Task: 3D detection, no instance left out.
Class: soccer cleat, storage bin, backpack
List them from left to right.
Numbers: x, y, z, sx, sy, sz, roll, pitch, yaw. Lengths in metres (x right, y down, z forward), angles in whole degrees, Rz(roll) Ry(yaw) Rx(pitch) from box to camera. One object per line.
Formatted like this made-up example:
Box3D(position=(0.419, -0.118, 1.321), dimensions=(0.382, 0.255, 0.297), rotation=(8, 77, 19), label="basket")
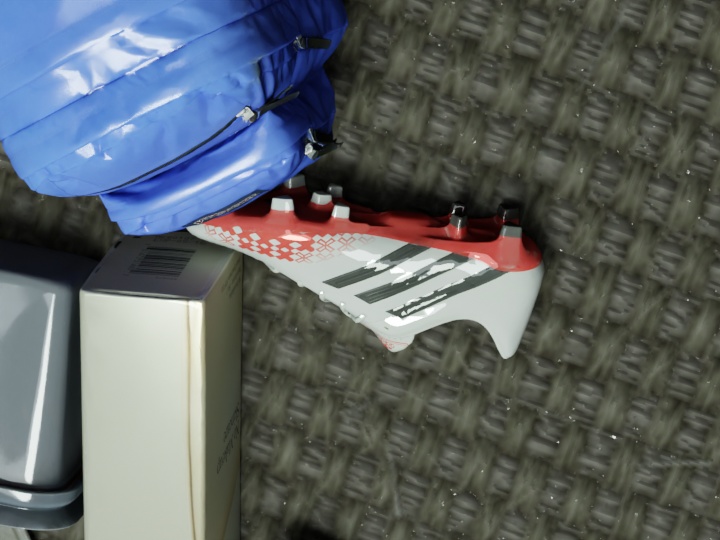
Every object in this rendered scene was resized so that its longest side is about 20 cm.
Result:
Box3D(position=(-0.239, 0.051, 1.120), dimensions=(0.198, 0.146, 0.136), rotation=(11, 102, 6), label="storage bin")
Box3D(position=(-0.094, -0.108, 0.980), dimensions=(0.162, 0.200, 0.169), rotation=(-29, 91, 17), label="backpack")
Box3D(position=(0.000, 0.000, 1.088), dimensions=(0.198, 0.069, 0.086), rotation=(7, 107, 3), label="soccer cleat")

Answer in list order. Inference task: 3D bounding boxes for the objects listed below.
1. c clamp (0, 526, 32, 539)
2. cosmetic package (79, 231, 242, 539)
Box3D(position=(-0.259, 0.226, 1.240), dimensions=(0.169, 0.027, 0.202), rotation=(-12, 108, 14), label="c clamp")
Box3D(position=(-0.110, 0.089, 1.121), dimensions=(0.072, 0.104, 0.202), rotation=(4, 112, 8), label="cosmetic package")
